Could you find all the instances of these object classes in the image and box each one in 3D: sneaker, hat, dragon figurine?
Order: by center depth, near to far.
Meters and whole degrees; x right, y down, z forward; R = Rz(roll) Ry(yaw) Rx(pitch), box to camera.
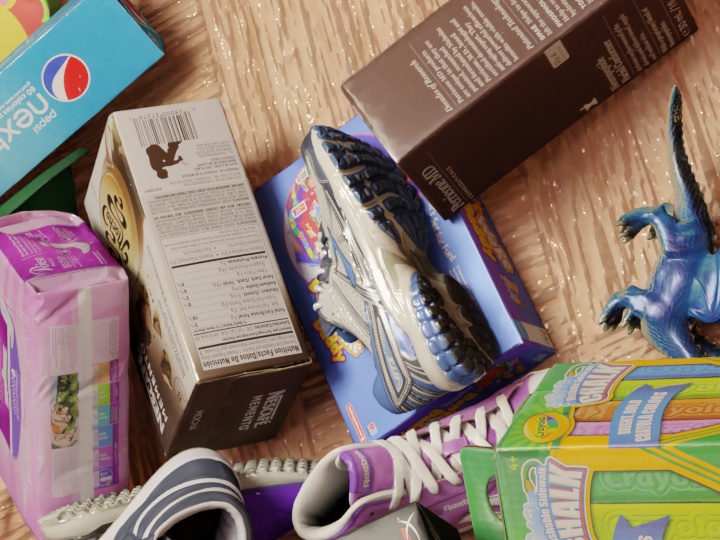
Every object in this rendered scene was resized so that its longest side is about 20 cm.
[{"bbox_3d":[0.201,0.000,1.260,0.099,0.059,0.201,14,92,33],"label":"dragon figurine"},{"bbox_3d":[-0.136,0.201,1.298,0.200,0.070,0.108,-54,17,-1],"label":"sneaker"},{"bbox_3d":[0.049,0.118,1.303,0.200,0.114,0.073,-36,61,21],"label":"sneaker"},{"bbox_3d":[0.000,0.000,1.331,0.085,0.077,0.200,-39,61,25],"label":"sneaker"},{"bbox_3d":[-0.099,0.181,1.394,0.199,0.070,0.100,-12,91,0],"label":"sneaker"},{"bbox_3d":[-0.219,0.038,1.536,0.200,0.166,0.176,-33,97,32],"label":"hat"}]

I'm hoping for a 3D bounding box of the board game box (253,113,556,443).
[{"bbox_3d":[0.023,0.001,1.386,0.134,0.045,0.200,-35,63,22],"label":"board game box"}]

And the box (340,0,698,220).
[{"bbox_3d":[0.097,-0.129,1.306,0.200,0.100,0.075,-36,62,6],"label":"box"}]

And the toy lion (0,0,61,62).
[{"bbox_3d":[-0.301,-0.128,1.596,0.191,0.069,0.201,5,103,10],"label":"toy lion"}]

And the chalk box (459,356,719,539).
[{"bbox_3d":[0.148,0.127,1.188,0.199,0.124,0.125,-5,108,23],"label":"chalk box"}]

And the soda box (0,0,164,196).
[{"bbox_3d":[-0.234,-0.117,1.532,0.200,0.064,0.068,-40,105,7],"label":"soda box"}]

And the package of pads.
[{"bbox_3d":[-0.201,0.071,1.437,0.120,0.075,0.201,43,137,53],"label":"package of pads"}]

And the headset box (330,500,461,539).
[{"bbox_3d":[-0.022,0.240,1.210,0.200,0.075,0.149,-26,63,12],"label":"headset box"}]

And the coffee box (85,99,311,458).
[{"bbox_3d":[-0.109,0.005,1.414,0.113,0.080,0.201,119,136,-57],"label":"coffee box"}]
